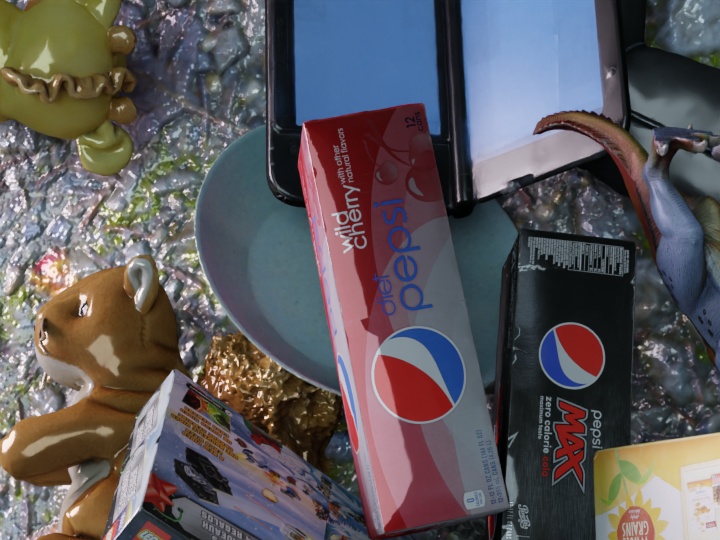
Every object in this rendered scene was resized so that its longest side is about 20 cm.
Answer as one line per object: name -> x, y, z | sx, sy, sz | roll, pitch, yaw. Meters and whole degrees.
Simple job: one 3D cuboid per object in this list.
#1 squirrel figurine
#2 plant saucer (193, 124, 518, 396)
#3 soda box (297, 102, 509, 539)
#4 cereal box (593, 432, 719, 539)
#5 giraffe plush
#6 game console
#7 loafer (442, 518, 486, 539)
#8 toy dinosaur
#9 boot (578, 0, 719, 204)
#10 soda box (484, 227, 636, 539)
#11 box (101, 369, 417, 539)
squirrel figurine -> -0.106, 0.088, 0.854 | 0.197, 0.142, 0.189 | -5, 68, 0
plant saucer -> 0.000, 0.000, 0.830 | 0.199, 0.039, 0.203 | 12, 49, -14
soda box -> 0.017, 0.026, 0.727 | 0.063, 0.070, 0.202 | -10, 79, -7
cereal box -> 0.162, 0.171, 0.628 | 0.143, 0.039, 0.203 | -17, 69, 53
giraffe plush -> -0.217, -0.134, 0.903 | 0.160, 0.174, 0.201 | -4, 48, -9
game console -> 0.040, -0.143, 0.815 | 0.174, 0.117, 0.202 | 3, 69, -12
loafer -> 0.093, 0.118, 0.816 | 0.198, 0.075, 0.070 | 22, 71, 8
toy dinosaur -> 0.189, 0.015, 0.719 | 0.104, 0.199, 0.184 | -18, 111, -27
boot -> 0.193, -0.108, 0.820 | 0.199, 0.065, 0.166 | 27, 101, 23
soda box -> 0.099, 0.086, 0.748 | 0.063, 0.071, 0.202 | 6, 73, -1
box -> -0.029, 0.146, 0.720 | 0.199, 0.137, 0.040 | 37, 107, -13
